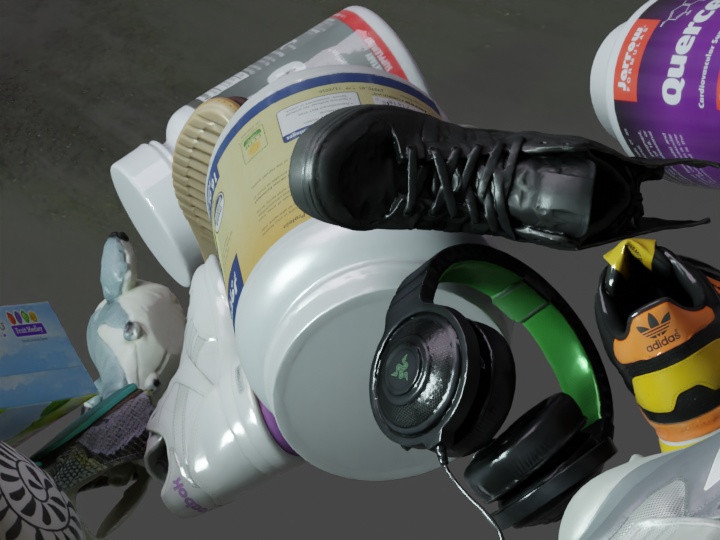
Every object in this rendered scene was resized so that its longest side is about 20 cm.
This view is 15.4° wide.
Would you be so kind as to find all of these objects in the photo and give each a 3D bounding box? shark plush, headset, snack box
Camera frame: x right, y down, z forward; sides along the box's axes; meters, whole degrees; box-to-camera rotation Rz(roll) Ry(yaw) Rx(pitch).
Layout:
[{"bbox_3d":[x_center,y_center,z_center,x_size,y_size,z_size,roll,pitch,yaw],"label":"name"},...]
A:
[{"bbox_3d":[-0.138,0.070,1.621,0.083,0.091,0.200,-41,34,22],"label":"shark plush"},{"bbox_3d":[0.050,0.077,1.218,0.094,0.123,0.200,-38,21,35],"label":"headset"},{"bbox_3d":[-0.264,0.094,1.411,0.200,0.068,0.169,-34,-10,18],"label":"snack box"}]

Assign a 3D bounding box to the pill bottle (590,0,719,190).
[{"bbox_3d":[0.208,-0.098,1.445,0.112,0.113,0.200,-35,20,-19],"label":"pill bottle"}]

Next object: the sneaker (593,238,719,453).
[{"bbox_3d":[0.146,0.014,1.272,0.070,0.090,0.200,-25,19,7],"label":"sneaker"}]

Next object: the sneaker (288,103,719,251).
[{"bbox_3d":[0.070,-0.042,1.259,0.104,0.060,0.200,9,5,44],"label":"sneaker"}]

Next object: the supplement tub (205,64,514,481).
[{"bbox_3d":[0.000,0.000,1.381,0.144,0.145,0.200,-25,36,7],"label":"supplement tub"}]

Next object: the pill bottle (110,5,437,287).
[{"bbox_3d":[-0.056,-0.080,1.762,0.200,0.114,0.114,-33,19,-13],"label":"pill bottle"}]

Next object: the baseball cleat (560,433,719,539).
[{"bbox_3d":[0.175,0.090,1.072,0.200,0.070,0.106,-33,24,15],"label":"baseball cleat"}]

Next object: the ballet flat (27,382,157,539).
[{"bbox_3d":[-0.170,0.126,1.439,0.072,0.072,0.200,-11,13,41],"label":"ballet flat"}]

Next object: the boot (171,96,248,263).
[{"bbox_3d":[-0.030,-0.069,1.598,0.072,0.200,0.166,34,60,26],"label":"boot"}]

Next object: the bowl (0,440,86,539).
[{"bbox_3d":[-0.173,0.170,1.253,0.201,0.094,0.201,-165,90,-73],"label":"bowl"}]

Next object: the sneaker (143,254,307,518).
[{"bbox_3d":[-0.085,0.060,1.469,0.100,0.075,0.200,-37,25,14],"label":"sneaker"}]

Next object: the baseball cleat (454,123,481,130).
[{"bbox_3d":[0.015,-0.022,1.583,0.106,0.070,0.200,-15,22,32],"label":"baseball cleat"}]
